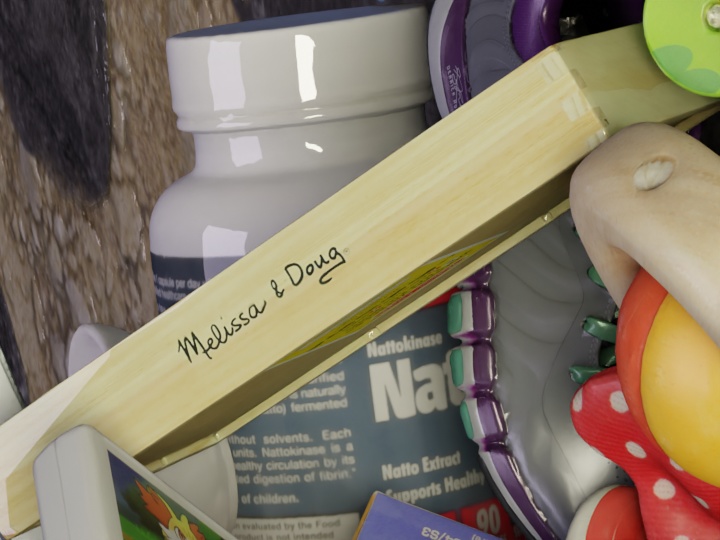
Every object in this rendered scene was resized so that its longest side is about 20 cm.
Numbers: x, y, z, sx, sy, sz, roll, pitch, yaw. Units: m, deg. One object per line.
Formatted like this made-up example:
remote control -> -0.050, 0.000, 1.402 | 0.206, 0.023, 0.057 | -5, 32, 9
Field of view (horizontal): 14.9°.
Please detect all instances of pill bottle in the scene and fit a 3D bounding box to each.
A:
pill bottle -> -0.009, 0.014, 0.941 | 0.120, 0.120, 0.200 | -167, 68, -69

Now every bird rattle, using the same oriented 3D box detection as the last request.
bird rattle -> 0.105, 0.029, 0.639 | 0.163, 0.113, 0.200 | 58, -177, -33

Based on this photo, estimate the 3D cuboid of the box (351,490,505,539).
box -> 0.042, 0.147, 0.878 | 0.200, 0.119, 0.041 | 105, -172, -46

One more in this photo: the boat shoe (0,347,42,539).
boat shoe -> -0.106, 0.097, 0.806 | 0.072, 0.062, 0.200 | -124, 13, -64

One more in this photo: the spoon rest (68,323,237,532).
spoon rest -> -0.056, 0.083, 0.850 | 0.200, 0.061, 0.099 | 37, 136, 56

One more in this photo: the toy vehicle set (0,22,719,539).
toy vehicle set -> 0.000, 0.000, 0.733 | 0.200, 0.124, 0.027 | -34, 85, 23

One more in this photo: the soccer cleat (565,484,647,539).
soccer cleat -> 0.081, 0.154, 0.782 | 0.085, 0.069, 0.200 | -3, 113, 42

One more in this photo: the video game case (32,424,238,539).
video game case -> 0.002, 0.150, 0.656 | 0.200, 0.022, 0.182 | 42, -160, -36

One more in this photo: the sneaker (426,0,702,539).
sneaker -> 0.068, -0.008, 0.794 | 0.088, 0.074, 0.200 | 147, 112, -63

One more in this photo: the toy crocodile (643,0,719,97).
toy crocodile -> 0.097, -0.101, 0.690 | 0.068, 0.062, 0.200 | -1, -103, -70

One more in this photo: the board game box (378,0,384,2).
board game box -> 0.011, -0.185, 0.916 | 0.200, 0.039, 0.158 | 126, 126, -70
